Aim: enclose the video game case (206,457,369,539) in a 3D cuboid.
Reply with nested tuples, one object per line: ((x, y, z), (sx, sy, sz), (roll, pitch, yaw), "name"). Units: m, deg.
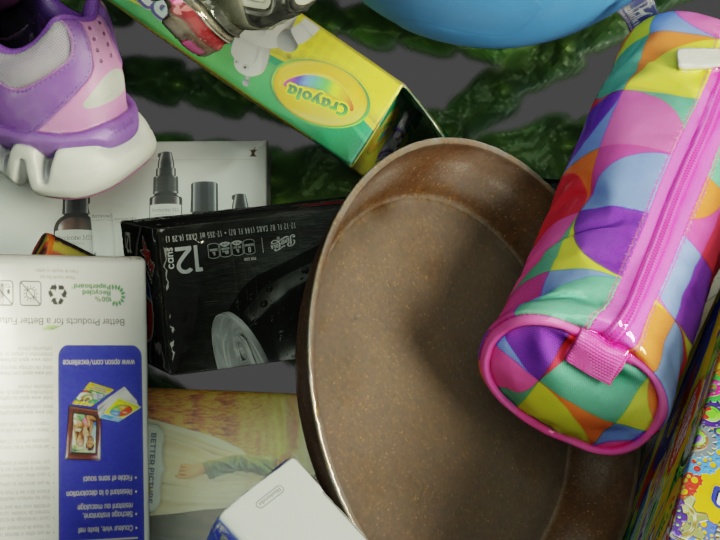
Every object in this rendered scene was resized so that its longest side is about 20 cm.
((-0.002, 0.194, 0.890), (0.181, 0.200, 0.045), (44, 57, 15), "video game case")

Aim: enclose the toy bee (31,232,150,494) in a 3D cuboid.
((-0.154, 0.089, 0.972), (0.130, 0.109, 0.202), (4, 101, -12), "toy bee")

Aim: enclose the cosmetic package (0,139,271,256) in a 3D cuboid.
((-0.140, -0.016, 1.046), (0.198, 0.051, 0.083), (-1, 78, 0), "cosmetic package")

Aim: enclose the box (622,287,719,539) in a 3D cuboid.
((0.173, 0.107, 0.909), (0.121, 0.201, 0.193), (20, 49, 4), "box")

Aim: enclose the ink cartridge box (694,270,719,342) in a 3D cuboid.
((0.178, -0.028, 1.035), (0.200, 0.050, 0.109), (-36, 79, 25), "ink cartridge box")

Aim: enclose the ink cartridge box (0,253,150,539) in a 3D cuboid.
((-0.132, 0.094, 0.918), (0.094, 0.037, 0.202), (2, 83, -37), "ink cartridge box")

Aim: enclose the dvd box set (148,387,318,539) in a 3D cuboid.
((-0.025, 0.129, 1.026), (0.198, 0.029, 0.148), (3, 79, 2), "dvd box set")

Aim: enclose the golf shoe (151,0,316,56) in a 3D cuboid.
((-0.051, -0.190, 0.948), (0.091, 0.073, 0.202), (-20, 68, 19), "golf shoe")

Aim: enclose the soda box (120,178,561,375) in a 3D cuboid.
((0.000, 0.000, 0.995), (0.198, 0.071, 0.064), (-7, 96, -19), "soda box")

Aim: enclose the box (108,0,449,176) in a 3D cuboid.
((-0.044, -0.100, 1.028), (0.199, 0.117, 0.049), (33, 92, 7), "box")

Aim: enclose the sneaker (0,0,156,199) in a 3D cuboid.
((-0.181, -0.100, 1.017), (0.199, 0.089, 0.080), (15, 36, 25), "sneaker")

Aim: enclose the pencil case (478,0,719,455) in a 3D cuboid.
((0.117, -0.023, 0.931), (0.088, 0.089, 0.201), (23, 56, 5), "pencil case")

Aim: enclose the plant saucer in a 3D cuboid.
((0.040, 0.048, 0.919), (0.034, 0.199, 0.202), (-13, 74, 43), "plant saucer")

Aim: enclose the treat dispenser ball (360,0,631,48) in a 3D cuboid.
((0.061, -0.200, 1.006), (0.199, 0.201, 0.203), (0, 79, 0), "treat dispenser ball")
